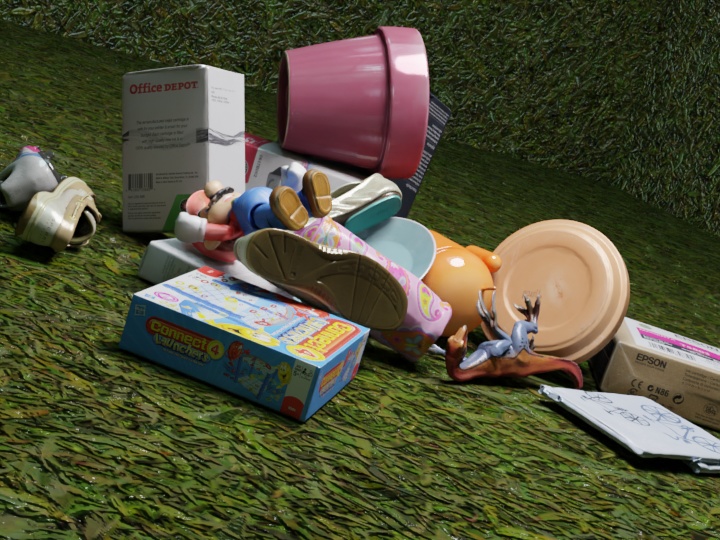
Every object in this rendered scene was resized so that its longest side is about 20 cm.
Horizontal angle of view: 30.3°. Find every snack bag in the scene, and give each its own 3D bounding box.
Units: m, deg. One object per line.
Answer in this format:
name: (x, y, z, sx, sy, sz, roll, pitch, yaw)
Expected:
snack bag: (0.329, 0.184, 1.532, 0.198, 0.022, 0.188, 10, 14, -36)

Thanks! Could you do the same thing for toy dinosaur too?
toy dinosaur: (0.167, 0.093, 1.554, 0.199, 0.106, 0.181, 31, 33, 11)

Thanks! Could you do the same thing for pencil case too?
pencil case: (0.007, 0.019, 1.501, 0.199, 0.088, 0.087, 35, 9, -11)

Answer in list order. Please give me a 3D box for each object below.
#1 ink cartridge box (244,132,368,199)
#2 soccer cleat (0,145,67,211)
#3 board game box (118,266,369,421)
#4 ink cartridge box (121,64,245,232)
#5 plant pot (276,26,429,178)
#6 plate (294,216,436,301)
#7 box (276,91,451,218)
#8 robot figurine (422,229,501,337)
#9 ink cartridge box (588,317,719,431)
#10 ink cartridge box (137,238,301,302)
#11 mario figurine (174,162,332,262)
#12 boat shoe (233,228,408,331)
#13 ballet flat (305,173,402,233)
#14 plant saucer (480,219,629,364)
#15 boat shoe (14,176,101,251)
ink cartridge box: (-0.096, -0.082, 1.777, 0.198, 0.149, 0.086, 20, 12, 11)
soccer cleat: (-0.414, -0.109, 1.623, 0.086, 0.070, 0.200, -31, 10, -15)
board game box: (-0.109, 0.067, 1.320, 0.194, 0.056, 0.200, 20, 12, 10)
ink cartridge box: (-0.222, -0.149, 1.673, 0.145, 0.203, 0.084, 1, 1, 33)
plant pot: (-0.017, -0.223, 1.761, 0.177, 0.202, 0.200, 1, 15, -10)
plate: (0.000, 0.000, 1.640, 0.198, 0.026, 0.201, -14, 33, 9)
box: (-0.003, -0.192, 1.958, 0.199, 0.198, 0.124, 24, -1, 25)
robot figurine: (0.094, 0.017, 1.693, 0.142, 0.118, 0.200, 11, 10, -26)
ink cartridge box: (0.408, 0.134, 1.744, 0.198, 0.076, 0.165, 18, 13, 0)
ink cartridge box: (-0.133, 0.018, 1.538, 0.199, 0.058, 0.162, 30, 15, 18)
mario figurine: (-0.130, -0.076, 1.467, 0.123, 0.107, 0.199, 17, -21, -42)
boat shoe: (-0.040, 0.009, 1.423, 0.199, 0.074, 0.063, 20, -7, -24)
ballet flat: (-0.039, -0.065, 1.666, 0.199, 0.068, 0.062, -25, 56, -25)
plant saucer: (0.240, 0.027, 1.683, 0.199, 0.201, 0.032, 26, -12, 32)
boat shoe: (-0.335, -0.056, 1.523, 0.066, 0.074, 0.200, 30, 14, -2)
